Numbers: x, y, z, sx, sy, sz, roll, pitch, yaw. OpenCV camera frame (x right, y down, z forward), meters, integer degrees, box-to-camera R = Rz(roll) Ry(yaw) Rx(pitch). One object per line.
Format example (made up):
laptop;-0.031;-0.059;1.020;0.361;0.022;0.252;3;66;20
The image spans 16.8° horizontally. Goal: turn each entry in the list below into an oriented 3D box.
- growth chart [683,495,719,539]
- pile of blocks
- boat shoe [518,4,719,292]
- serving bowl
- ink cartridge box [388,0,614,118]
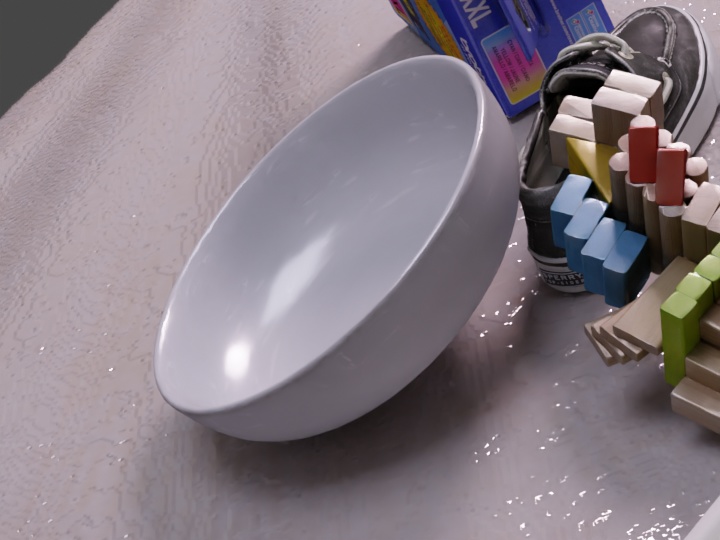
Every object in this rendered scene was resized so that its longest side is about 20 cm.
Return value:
growth chart;0.182;0.114;0.844;0.200;0.018;0.145;2;42;42
pile of blocks;0.120;-0.014;0.988;0.082;0.062;0.200;-24;48;-12
boat shoe;0.120;-0.076;1.140;0.071;0.064;0.200;-10;34;27
serving bowl;0.000;0.000;1.091;0.200;0.066;0.200;-37;27;23
ink cartridge box;0.057;-0.170;1.262;0.076;0.137;0.200;-32;30;-6
